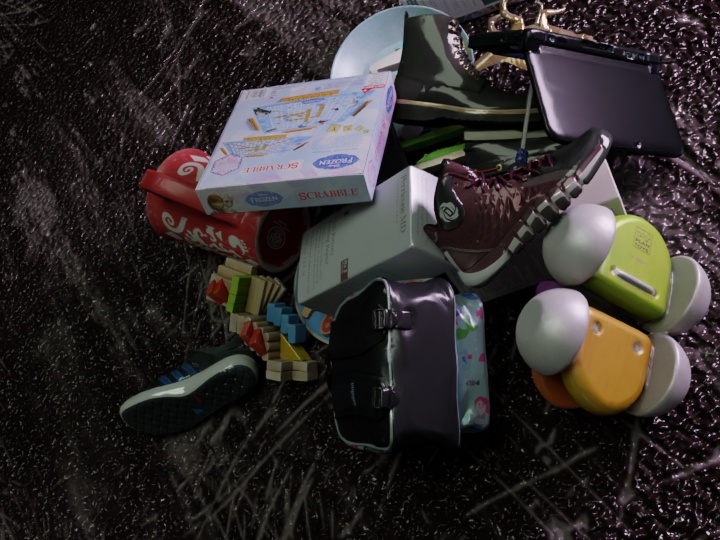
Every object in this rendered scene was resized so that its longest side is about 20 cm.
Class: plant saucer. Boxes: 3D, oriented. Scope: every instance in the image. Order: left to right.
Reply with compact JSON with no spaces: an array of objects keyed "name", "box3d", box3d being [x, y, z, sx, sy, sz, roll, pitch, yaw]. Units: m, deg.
[{"name":"plant saucer","box3d":[0.058,-0.264,1.140,0.199,0.039,0.203,-5,71,15]}]

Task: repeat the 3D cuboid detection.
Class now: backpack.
[{"name":"backpack","box3d":[0.040,0.100,0.870,0.200,0.149,0.179,155,116,-63]}]

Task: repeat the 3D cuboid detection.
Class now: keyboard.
[{"name":"keyboard","box3d":[-0.006,-0.147,1.010,0.103,0.040,0.201,-13,43,-1]}]

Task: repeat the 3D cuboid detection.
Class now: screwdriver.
[{"name":"screwdriver","box3d":[0.179,-0.142,0.904,0.029,0.028,0.201,-30,37,53]}]

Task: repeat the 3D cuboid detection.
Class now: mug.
[{"name":"mug","box3d":[-0.189,-0.071,1.119,0.199,0.177,0.135,22,118,32]}]

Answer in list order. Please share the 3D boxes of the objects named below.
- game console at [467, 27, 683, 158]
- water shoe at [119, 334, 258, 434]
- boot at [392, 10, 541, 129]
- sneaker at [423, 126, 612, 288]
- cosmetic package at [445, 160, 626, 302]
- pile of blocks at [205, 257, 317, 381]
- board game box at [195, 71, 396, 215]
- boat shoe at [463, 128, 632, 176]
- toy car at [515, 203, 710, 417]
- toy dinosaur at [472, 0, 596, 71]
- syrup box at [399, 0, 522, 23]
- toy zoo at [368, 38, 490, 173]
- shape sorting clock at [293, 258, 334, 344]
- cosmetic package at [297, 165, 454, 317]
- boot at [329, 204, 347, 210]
[{"name":"game console","box3d":[0.237,-0.197,0.932,0.176,0.198,0.118,22,107,59]},{"name":"water shoe","box3d":[-0.215,0.148,1.075,0.199,0.072,0.079,-22,32,14]},{"name":"boot","box3d":[0.132,-0.245,1.009,0.198,0.077,0.140,6,92,16]},{"name":"sneaker","box3d":[0.139,-0.086,0.806,0.115,0.076,0.200,43,104,-1]},{"name":"cosmetic package","box3d":[0.189,-0.042,0.913,0.199,0.104,0.074,-21,52,17]},{"name":"pile of blocks","box3d":[-0.126,0.058,1.028,0.200,0.062,0.082,45,113,23]},{"name":"board game box","box3d":[-0.069,-0.150,0.970,0.198,0.041,0.200,-3,44,17]},{"name":"boat shoe","box3d":[0.221,-0.138,0.980,0.200,0.074,0.064,-1,101,18]},{"name":"toy car","box3d":[0.231,0.044,0.824,0.150,0.174,0.201,-22,46,67]},{"name":"toy dinosaur","box3d":[0.194,-0.288,1.042,0.198,0.058,0.102,-16,71,3]},{"name":"syrup box","box3d":[0.158,-0.409,1.157,0.199,0.079,0.082,-13,57,23]},{"name":"toy zoo","box3d":[0.088,-0.226,1.086,0.130,0.020,0.202,-17,70,9]},{"name":"shape sorting clock","box3d":[0.000,0.000,1.040,0.199,0.039,0.201,-15,57,23]},{"name":"cosmetic package","box3d":[0.016,-0.025,0.931,0.200,0.074,0.102,-30,50,46]},{"name":"boot","box3d":[-0.081,-0.133,1.063,0.172,0.070,0.200,3,29,-11]}]
